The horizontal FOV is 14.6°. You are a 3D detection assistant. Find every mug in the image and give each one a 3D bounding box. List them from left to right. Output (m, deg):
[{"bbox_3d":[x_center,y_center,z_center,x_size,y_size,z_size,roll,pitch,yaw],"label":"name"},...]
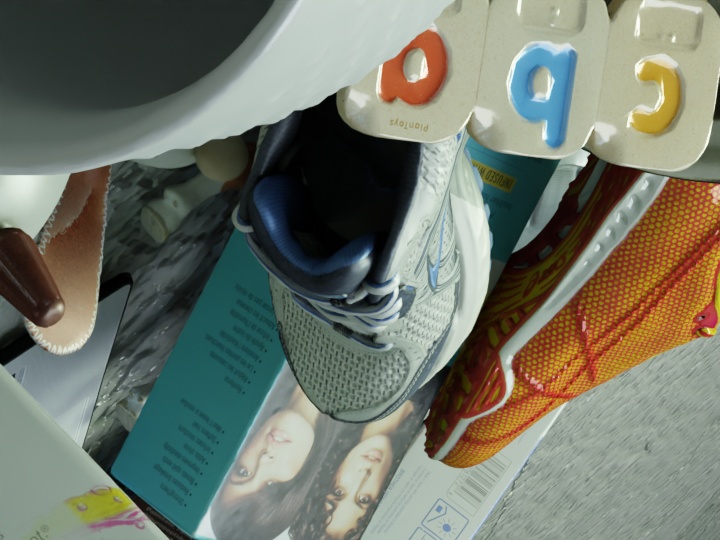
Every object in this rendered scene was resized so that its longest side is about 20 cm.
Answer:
[{"bbox_3d":[-0.024,-0.123,0.594,0.200,0.148,0.175,-58,167,18],"label":"mug"}]

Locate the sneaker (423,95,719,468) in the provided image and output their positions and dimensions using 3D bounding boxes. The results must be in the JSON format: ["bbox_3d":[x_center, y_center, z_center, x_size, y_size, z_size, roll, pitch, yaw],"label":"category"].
[{"bbox_3d":[0.086,0.013,0.965,0.200,0.077,0.073,-48,-156,41],"label":"sneaker"}]

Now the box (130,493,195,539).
[{"bbox_3d":[-0.068,0.128,1.143,0.200,0.075,0.100,-51,171,-49],"label":"box"}]

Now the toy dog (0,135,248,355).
[{"bbox_3d":[-0.078,-0.029,0.765,0.200,0.096,0.132,-30,158,-43],"label":"toy dog"}]

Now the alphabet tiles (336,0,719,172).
[{"bbox_3d":[0.057,-0.128,0.755,0.200,0.015,0.196,5,95,-31],"label":"alphabet tiles"}]

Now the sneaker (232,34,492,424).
[{"bbox_3d":[-0.006,-0.018,0.824,0.200,0.077,0.085,96,21,-46],"label":"sneaker"}]

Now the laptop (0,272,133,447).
[{"bbox_3d":[-0.135,0.136,0.993,0.200,0.116,0.187,-35,162,-33],"label":"laptop"}]

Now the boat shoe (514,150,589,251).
[{"bbox_3d":[0.050,-0.047,1.086,0.073,0.067,0.200,-3,171,-8],"label":"boat shoe"}]

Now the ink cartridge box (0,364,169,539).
[{"bbox_3d":[-0.127,0.121,0.827,0.145,0.200,0.088,-38,166,-29],"label":"ink cartridge box"}]

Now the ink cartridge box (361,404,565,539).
[{"bbox_3d":[0.047,0.070,1.157,0.200,0.044,0.094,-51,177,-34],"label":"ink cartridge box"}]

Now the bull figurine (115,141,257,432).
[{"bbox_3d":[-0.026,0.012,1.045,0.121,0.065,0.200,-34,149,-31],"label":"bull figurine"}]

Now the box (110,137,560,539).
[{"bbox_3d":[0.000,0.000,0.951,0.082,0.049,0.200,20,100,-48],"label":"box"}]

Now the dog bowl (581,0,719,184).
[{"bbox_3d":[0.111,-0.129,0.849,0.200,0.200,0.074,-48,-176,7],"label":"dog bowl"}]
